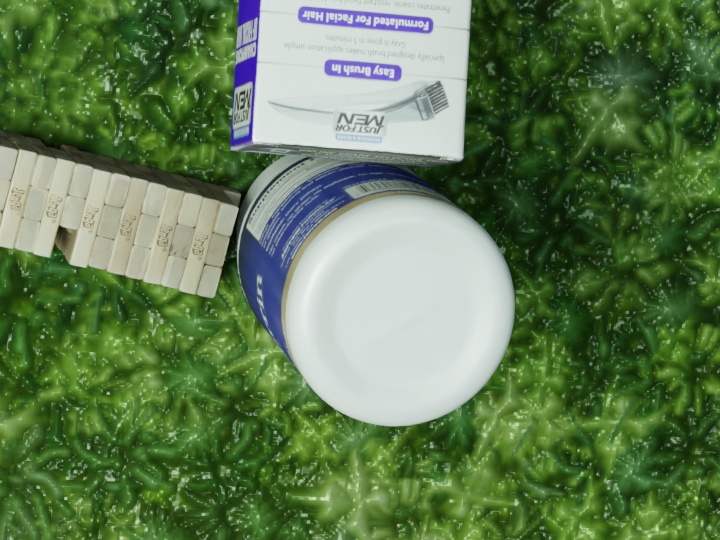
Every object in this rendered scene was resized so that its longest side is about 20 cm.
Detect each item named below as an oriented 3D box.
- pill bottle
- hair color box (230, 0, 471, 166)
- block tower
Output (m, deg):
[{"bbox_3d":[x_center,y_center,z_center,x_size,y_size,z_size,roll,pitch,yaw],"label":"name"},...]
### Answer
[{"bbox_3d":[0.000,0.000,1.483,0.115,0.200,0.116,-3,104,-12],"label":"pill bottle"},{"bbox_3d":[-0.002,-0.155,1.433,0.109,0.065,0.201,4,87,-15],"label":"hair color box"},{"bbox_3d":[-0.160,-0.036,1.509,0.199,0.058,0.054,13,101,-18],"label":"block tower"}]
